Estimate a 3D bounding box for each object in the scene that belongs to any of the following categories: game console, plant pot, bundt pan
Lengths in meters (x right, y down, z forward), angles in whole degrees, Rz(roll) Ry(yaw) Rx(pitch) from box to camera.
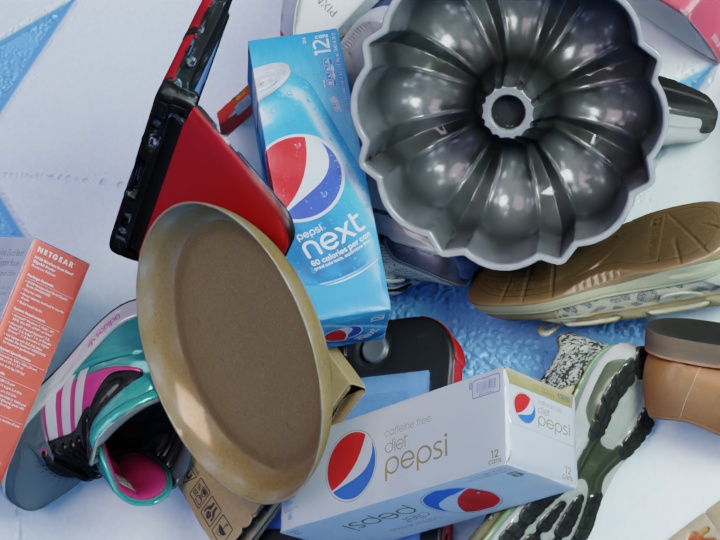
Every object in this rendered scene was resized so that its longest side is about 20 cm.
[{"bbox_3d":[-0.014,0.133,1.371,0.176,0.031,0.201,-6,67,27],"label":"game console"},{"bbox_3d":[-0.077,0.051,1.283,0.200,0.027,0.201,26,124,45],"label":"plant pot"},{"bbox_3d":[0.097,-0.106,1.277,0.201,0.076,0.203,2,103,10],"label":"bundt pan"},{"bbox_3d":[-0.092,-0.065,1.356,0.118,0.200,0.173,24,55,-4],"label":"game console"}]

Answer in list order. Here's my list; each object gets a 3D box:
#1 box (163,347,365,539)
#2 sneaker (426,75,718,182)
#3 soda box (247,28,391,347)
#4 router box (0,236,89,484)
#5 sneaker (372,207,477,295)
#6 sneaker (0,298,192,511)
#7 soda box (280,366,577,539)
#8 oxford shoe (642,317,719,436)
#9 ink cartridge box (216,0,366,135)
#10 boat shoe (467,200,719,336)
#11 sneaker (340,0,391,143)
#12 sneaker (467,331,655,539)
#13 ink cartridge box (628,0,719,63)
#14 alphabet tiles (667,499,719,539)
[{"bbox_3d":[-0.090,0.076,1.404,0.164,0.021,0.200,-54,47,19],"label":"box"},{"bbox_3d":[0.139,-0.075,1.361,0.199,0.076,0.116,4,112,8],"label":"sneaker"},{"bbox_3d":[-0.029,-0.053,1.323,0.064,0.068,0.201,-9,72,-6],"label":"soda box"},{"bbox_3d":[-0.292,0.066,1.491,0.200,0.049,0.180,1,68,59],"label":"router box"},{"bbox_3d":[0.000,0.000,1.398,0.199,0.077,0.086,12,87,44],"label":"sneaker"},{"bbox_3d":[-0.181,0.128,1.413,0.200,0.083,0.121,-51,40,24],"label":"sneaker"},{"bbox_3d":[0.039,0.121,1.255,0.200,0.068,0.064,-22,58,41],"label":"soda box"},{"bbox_3d":[0.268,0.082,1.224,0.199,0.071,0.072,11,105,25],"label":"oxford shoe"},{"bbox_3d":[-0.046,-0.189,1.457,0.200,0.050,0.162,-43,12,4],"label":"ink cartridge box"},{"bbox_3d":[0.161,0.008,1.297,0.199,0.063,0.074,-8,45,38],"label":"boat shoe"},{"bbox_3d":[0.024,-0.153,1.453,0.081,0.146,0.200,50,141,1],"label":"sneaker"},{"bbox_3d":[0.113,0.123,1.290,0.088,0.077,0.200,29,80,47],"label":"sneaker"},{"bbox_3d":[0.242,-0.265,1.362,0.200,0.086,0.148,-50,55,0],"label":"ink cartridge box"},{"bbox_3d":[0.253,0.209,1.206,0.200,0.006,0.167,-40,56,9],"label":"alphabet tiles"}]
